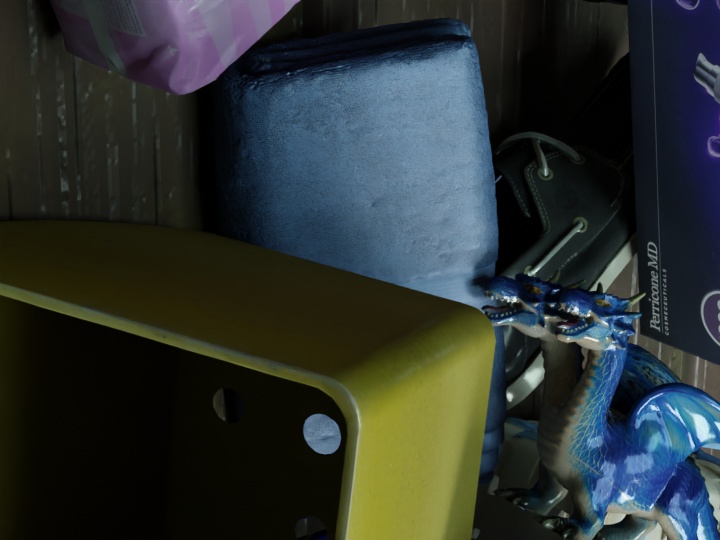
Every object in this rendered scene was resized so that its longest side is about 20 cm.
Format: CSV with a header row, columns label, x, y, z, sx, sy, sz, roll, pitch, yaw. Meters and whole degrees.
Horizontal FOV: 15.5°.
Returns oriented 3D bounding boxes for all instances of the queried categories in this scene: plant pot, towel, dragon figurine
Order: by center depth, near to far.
label,x,y,z,sx,sy,sz,roll,pitch,yaw
plant pot,-0.054,0.083,0.934,0.176,0.199,0.201,-27,128,-57
towel,0.000,0.000,1.045,0.111,0.049,0.201,-10,118,-11
dragon figurine,0.120,0.069,1.068,0.200,0.059,0.100,28,92,-33

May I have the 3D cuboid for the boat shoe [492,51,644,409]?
label,x,y,z,sx,sy,sz,roll,pitch,yaw
boat shoe,0.085,-0.031,1.146,0.068,0.072,0.200,49,65,-27

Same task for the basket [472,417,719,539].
label,x,y,z,sx,sy,sz,roll,pitch,yaw
basket,0.119,0.148,1.213,0.200,0.139,0.177,22,90,-45

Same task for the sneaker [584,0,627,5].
label,x,y,z,sx,sy,sz,roll,pitch,yaw
sneaker,0.081,-0.155,1.074,0.200,0.077,0.079,15,97,-52

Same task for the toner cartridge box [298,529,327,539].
label,x,y,z,sx,sy,sz,roll,pitch,yaw
toner cartridge box,0.017,0.201,1.076,0.043,0.095,0.201,-25,97,-82

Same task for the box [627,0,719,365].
label,x,y,z,sx,sy,sz,roll,pitch,yaw
box,0.185,-0.051,1.072,0.079,0.141,0.201,-29,127,-34

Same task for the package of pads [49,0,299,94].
label,x,y,z,sx,sy,sz,roll,pitch,yaw
package of pads,-0.067,-0.172,0.879,0.120,0.076,0.200,-44,137,-28
